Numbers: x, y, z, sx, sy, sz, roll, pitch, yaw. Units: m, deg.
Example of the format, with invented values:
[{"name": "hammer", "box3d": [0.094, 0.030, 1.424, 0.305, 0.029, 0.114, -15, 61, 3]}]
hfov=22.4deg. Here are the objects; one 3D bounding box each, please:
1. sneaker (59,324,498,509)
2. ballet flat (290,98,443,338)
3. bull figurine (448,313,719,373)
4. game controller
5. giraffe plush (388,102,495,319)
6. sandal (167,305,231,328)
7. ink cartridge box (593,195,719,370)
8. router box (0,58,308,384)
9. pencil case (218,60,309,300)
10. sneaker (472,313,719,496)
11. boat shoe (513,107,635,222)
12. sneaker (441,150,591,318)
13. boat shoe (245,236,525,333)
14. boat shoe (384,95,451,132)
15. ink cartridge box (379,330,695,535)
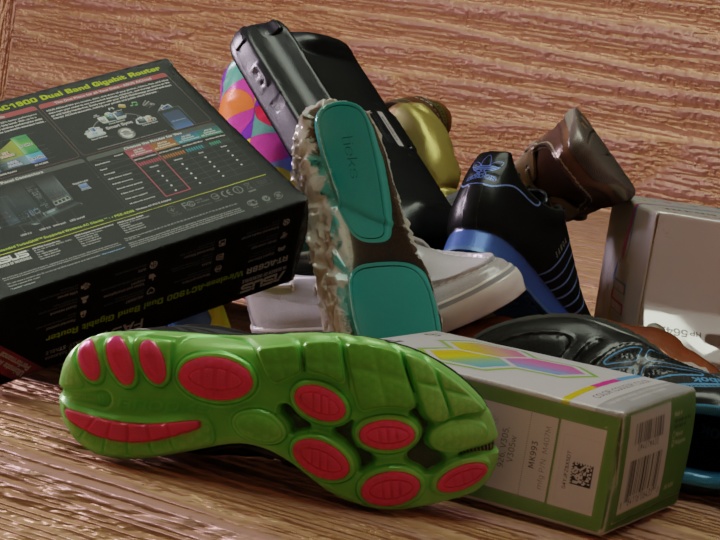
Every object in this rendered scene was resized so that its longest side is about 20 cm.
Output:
[{"name": "sneaker", "box3d": [-0.033, 0.055, 0.819, 0.198, 0.077, 0.084, 11, 11, 9]}, {"name": "ballet flat", "box3d": [0.000, 0.000, 1.026, 0.071, 0.201, 0.072, -10, -22, -4]}, {"name": "bull figurine", "box3d": [0.138, 0.060, 1.058, 0.198, 0.066, 0.121, 9, 4, -2]}, {"name": "game controller", "box3d": [-0.011, -0.089, 1.190, 0.104, 0.042, 0.201, 12, 39, -46]}, {"name": "giraffe plush", "box3d": [0.064, -0.011, 1.287, 0.199, 0.174, 0.162, -1, -23, 40]}, {"name": "sandal", "box3d": [-0.144, 0.018, 1.078, 0.087, 0.080, 0.200, -32, 33, -24]}, {"name": "ink cartridge box", "box3d": [0.236, 0.025, 1.219, 0.127, 0.126, 0.200, 8, 6, -2]}, {"name": "router box", "box3d": [-0.151, -0.032, 0.989, 0.199, 0.062, 0.150, -19, 49, -33]}, {"name": "pencil case", "box3d": [-0.057, -0.066, 1.225, 0.088, 0.089, 0.201, 7, 43, -11]}, {"name": "sneaker", "box3d": [0.136, 0.068, 0.937, 0.199, 0.074, 0.082, 10, 8, 22]}, {"name": "boat shoe", "box3d": [0.142, -0.062, 1.267, 0.072, 0.076, 0.200, -35, -4, 4]}, {"name": "sneaker", "box3d": [0.113, 0.001, 1.160, 0.070, 0.078, 0.200, 5, -25, 29]}, {"name": "boat shoe", "box3d": [0.008, 0.005, 1.086, 0.199, 0.069, 0.072, -8, 16, 46]}, {"name": "boat shoe", "box3d": [-0.010, -0.066, 1.401, 0.199, 0.072, 0.068, -28, -4, 32]}, {"name": "ink cartridge box", "box3d": [0.049, 0.068, 0.879, 0.199, 0.060, 0.104, 12, 7, 28]}]
